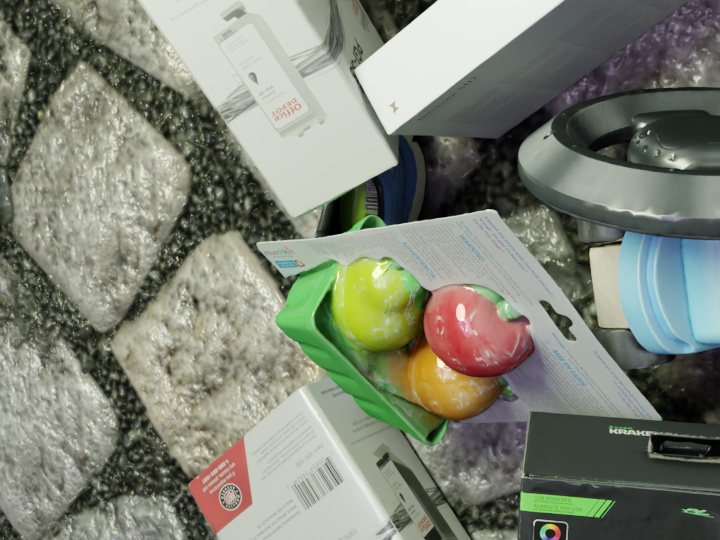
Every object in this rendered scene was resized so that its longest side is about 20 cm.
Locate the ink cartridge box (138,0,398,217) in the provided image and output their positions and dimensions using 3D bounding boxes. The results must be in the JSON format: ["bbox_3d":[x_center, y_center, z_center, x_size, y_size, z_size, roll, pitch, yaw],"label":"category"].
[{"bbox_3d":[-0.055,-0.157,0.703,0.082,0.147,0.201,-25,119,18],"label":"ink cartridge box"}]

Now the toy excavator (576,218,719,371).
[{"bbox_3d":[0.248,-0.002,0.629,0.199,0.193,0.101,-1,97,59],"label":"toy excavator"}]

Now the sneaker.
[{"bbox_3d":[0.000,0.000,0.796,0.078,0.089,0.202,0,98,32],"label":"sneaker"}]

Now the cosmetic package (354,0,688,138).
[{"bbox_3d":[0.114,-0.153,0.670,0.199,0.150,0.052,-35,79,29],"label":"cosmetic package"}]

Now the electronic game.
[{"bbox_3d":[0.185,-0.060,0.613,0.199,0.200,0.042,10,117,30],"label":"electronic game"}]

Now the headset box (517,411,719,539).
[{"bbox_3d":[0.171,0.178,0.618,0.172,0.093,0.202,4,105,10],"label":"headset box"}]

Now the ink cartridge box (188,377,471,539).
[{"bbox_3d":[-0.013,0.198,0.833,0.147,0.083,0.201,-41,75,29],"label":"ink cartridge box"}]

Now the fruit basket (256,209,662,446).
[{"bbox_3d":[0.055,0.031,0.676,0.199,0.094,0.185,-13,131,44],"label":"fruit basket"}]
